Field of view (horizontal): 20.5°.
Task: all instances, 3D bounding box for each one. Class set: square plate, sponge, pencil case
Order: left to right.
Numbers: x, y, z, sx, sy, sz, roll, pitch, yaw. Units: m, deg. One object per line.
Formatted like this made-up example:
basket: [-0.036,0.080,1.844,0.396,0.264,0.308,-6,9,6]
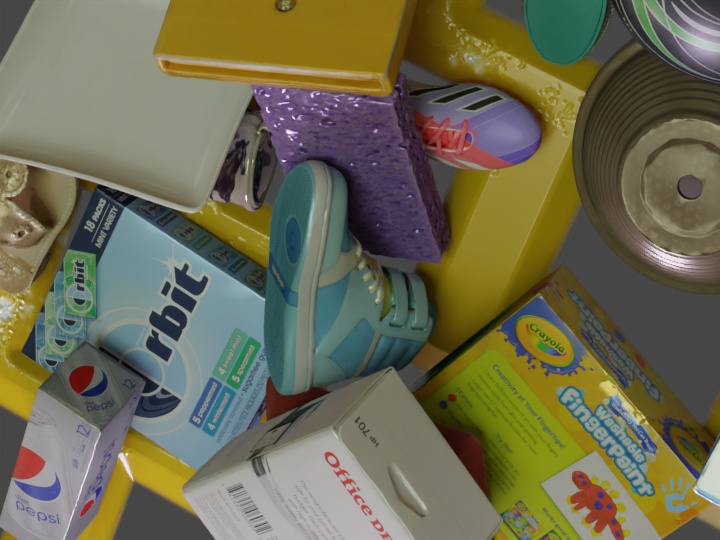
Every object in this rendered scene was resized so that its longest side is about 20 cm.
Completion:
square plate: [-0.170,-0.143,1.483,0.199,0.199,0.029,16,153,15]
pencil case: [-0.152,-0.106,1.525,0.199,0.078,0.090,15,141,17]
sponge: [-0.004,-0.078,1.445,0.111,0.030,0.200,10,150,20]

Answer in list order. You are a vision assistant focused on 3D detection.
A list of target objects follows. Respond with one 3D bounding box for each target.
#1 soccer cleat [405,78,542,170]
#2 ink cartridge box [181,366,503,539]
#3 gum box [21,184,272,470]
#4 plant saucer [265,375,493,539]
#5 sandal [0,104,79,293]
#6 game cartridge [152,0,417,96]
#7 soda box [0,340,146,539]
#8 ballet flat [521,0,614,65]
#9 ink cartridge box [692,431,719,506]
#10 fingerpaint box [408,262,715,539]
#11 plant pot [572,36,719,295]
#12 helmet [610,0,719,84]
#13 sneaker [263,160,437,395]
soccer cleat: [0.032,-0.112,1.453,0.199,0.076,0.067,18,114,15]
ink cartridge box: [-0.016,0.174,1.460,0.200,0.086,0.147,-27,102,46]
gum box: [-0.155,0.047,1.602,0.199,0.045,0.171,32,117,7]
plant saucer: [0.011,0.193,1.543,0.198,0.037,0.201,14,127,32]
sandal: [-0.276,-0.035,1.559,0.077,0.070,0.212,32,142,6]
game cartridge: [-0.037,-0.219,1.395,0.175,0.201,0.032,7,153,19]
soda box: [-0.238,0.151,1.624,0.063,0.068,0.201,33,137,7]
ballet flat: [0.147,-0.229,1.363,0.072,0.072,0.201,13,146,16]
ink cartridge box: [0.317,0.114,1.367,0.128,0.200,0.126,28,99,10]
fingerpaint box: [0.150,0.126,1.494,0.167,0.073,0.200,-41,91,29]
plant pot: [0.237,-0.071,1.380,0.199,0.093,0.202,7,110,19]
helmet: [0.243,-0.216,1.269,0.189,0.200,0.201,20,115,6]
sneaker: [0.000,0.000,1.481,0.130,0.080,0.201,-5,131,-17]
